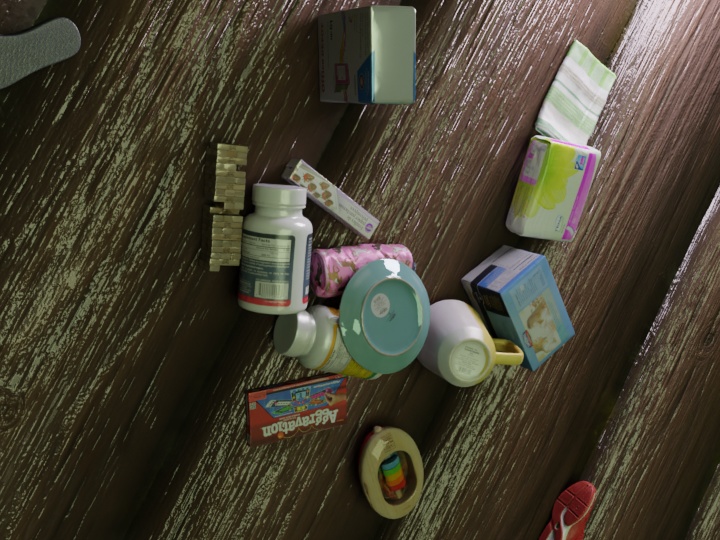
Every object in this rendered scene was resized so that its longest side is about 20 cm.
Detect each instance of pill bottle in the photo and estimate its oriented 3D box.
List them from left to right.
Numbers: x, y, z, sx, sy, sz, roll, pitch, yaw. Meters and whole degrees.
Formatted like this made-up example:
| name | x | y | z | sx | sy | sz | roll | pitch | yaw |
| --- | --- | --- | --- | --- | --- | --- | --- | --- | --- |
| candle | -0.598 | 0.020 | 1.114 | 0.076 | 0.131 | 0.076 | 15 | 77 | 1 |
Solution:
| name | x | y | z | sx | sy | sz | roll | pitch | yaw |
| --- | --- | --- | --- | --- | --- | --- | --- | --- | --- |
| pill bottle | -0.140 | -0.038 | 1.357 | 0.118 | 0.119 | 0.203 | 0 | 101 | -31 |
| pill bottle | -0.049 | 0.124 | 1.451 | 0.198 | 0.112 | 0.115 | 15 | 93 | -33 |

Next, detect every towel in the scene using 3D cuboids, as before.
| name | x | y | z | sx | sy | sz | roll | pitch | yaw |
| --- | --- | --- | --- | --- | --- | --- | --- | --- | --- |
| towel | 0.449 | -0.350 | 1.698 | 0.148 | 0.031 | 0.202 | 28 | 85 | -33 |

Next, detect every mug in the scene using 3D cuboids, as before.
| name | x | y | z | sx | sy | sz | roll | pitch | yaw |
| --- | --- | --- | --- | --- | --- | --- | --- | --- | --- |
| mug | 0.201 | 0.139 | 1.552 | 0.184 | 0.153 | 0.151 | -25 | 104 | -4 |

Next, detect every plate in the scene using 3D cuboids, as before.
| name | x | y | z | sx | sy | sz | roll | pitch | yaw |
| --- | --- | --- | --- | --- | --- | --- | --- | --- | --- |
| plate | 0.051 | 0.080 | 1.437 | 0.198 | 0.025 | 0.204 | 0 | 90 | -34 |

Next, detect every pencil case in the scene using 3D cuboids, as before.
| name | x | y | z | sx | sy | sz | roll | pitch | yaw |
| --- | --- | --- | --- | --- | --- | --- | --- | --- | --- |
| pencil case | 0.000 | 0.000 | 1.472 | 0.197 | 0.087 | 0.084 | -3 | 121 | -30 |

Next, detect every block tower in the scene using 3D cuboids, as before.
| name | x | y | z | sx | sy | sz | roll | pitch | yaw |
| --- | --- | --- | --- | --- | --- | --- | --- | --- | --- |
| block tower | -0.222 | -0.103 | 1.331 | 0.057 | 0.054 | 0.203 | 1 | 100 | -30 |

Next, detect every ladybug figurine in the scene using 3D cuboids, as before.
| name | x | y | z | sx | sy | sz | roll | pitch | yaw |
| --- | --- | --- | --- | --- | --- | --- | --- | --- | --- |
| ladybug figurine | 0.053 | 0.385 | 1.593 | 0.134 | 0.072 | 0.203 | -22 | 112 | -25 |

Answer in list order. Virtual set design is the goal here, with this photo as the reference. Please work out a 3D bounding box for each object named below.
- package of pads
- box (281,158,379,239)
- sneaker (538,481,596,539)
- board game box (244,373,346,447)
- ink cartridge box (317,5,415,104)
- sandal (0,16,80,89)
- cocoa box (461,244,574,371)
| name | x | y | z | sx | sy | sz | roll | pitch | yaw |
| --- | --- | --- | --- | --- | --- | --- | --- | --- | --- |
| package of pads | 0.388 | -0.163 | 1.664 | 0.153 | 0.068 | 0.203 | 5 | 107 | -31 |
| box | -0.051 | -0.125 | 1.439 | 0.199 | 0.041 | 0.039 | 36 | 82 | -31 |
| sneaker | 0.501 | 0.591 | 1.922 | 0.115 | 0.078 | 0.201 | 31 | 96 | -40 |
| board game box | -0.114 | 0.251 | 1.495 | 0.197 | 0.019 | 0.105 | -9 | 106 | -30 |
| ink cartridge box | 0.006 | -0.346 | 1.332 | 0.083 | 0.199 | 0.147 | -7 | 104 | -25 |
| sandal | -0.488 | -0.299 | 1.141 | 0.199 | 0.043 | 0.077 | -26 | 121 | -34 |
| cocoa box | 0.319 | 0.074 | 1.652 | 0.133 | 0.131 | 0.202 | -37 | 117 | -19 |
